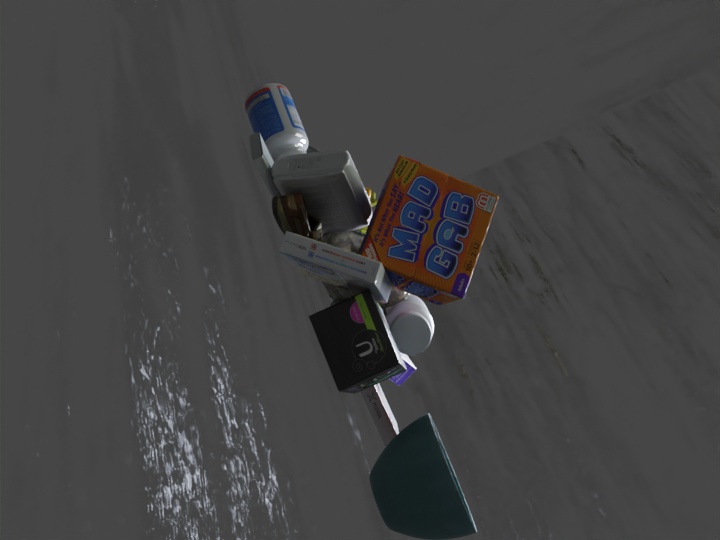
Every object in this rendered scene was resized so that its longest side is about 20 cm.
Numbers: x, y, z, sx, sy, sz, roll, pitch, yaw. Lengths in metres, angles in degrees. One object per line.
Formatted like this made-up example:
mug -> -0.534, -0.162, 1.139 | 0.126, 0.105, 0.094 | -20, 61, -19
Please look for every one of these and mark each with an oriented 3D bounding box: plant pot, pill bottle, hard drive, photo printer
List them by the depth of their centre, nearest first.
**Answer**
plant pot -> 0.093, 0.361, 1.068 | 0.200, 0.134, 0.202 | -24, 90, -88
photo printer -> -0.070, -0.151, 1.301 | 0.201, 0.165, 0.070 | 61, 31, -52
hard drive -> -0.177, -0.176, 1.344 | 0.132, 0.026, 0.201 | -110, 177, -55
pill bottle -> 0.107, 0.123, 1.443 | 0.200, 0.113, 0.115 | -87, 154, -83
pill bottle -> -0.183, -0.311, 1.447 | 0.112, 0.111, 0.202 | 60, 8, -71

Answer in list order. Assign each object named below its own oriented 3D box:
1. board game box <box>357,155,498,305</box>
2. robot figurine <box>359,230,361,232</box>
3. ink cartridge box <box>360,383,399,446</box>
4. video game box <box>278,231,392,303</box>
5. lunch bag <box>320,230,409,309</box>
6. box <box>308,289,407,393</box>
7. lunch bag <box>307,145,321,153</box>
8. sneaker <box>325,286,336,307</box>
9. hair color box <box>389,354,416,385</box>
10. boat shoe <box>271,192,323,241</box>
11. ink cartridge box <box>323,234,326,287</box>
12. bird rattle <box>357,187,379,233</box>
board game box -> 0.117, -0.067, 1.231 | 0.200, 0.198, 0.202 | 128, -16, -81
robot figurine -> 0.069, -0.041, 1.529 | 0.201, 0.169, 0.113 | 59, 19, -12
ink cartridge box -> 0.036, 0.302, 1.440 | 0.176, 0.044, 0.202 | -107, 173, -79
video game box -> -0.039, -0.002, 1.178 | 0.200, 0.180, 0.047 | 57, 50, -75
lunch bag -> 0.000, 0.000, 1.426 | 0.199, 0.118, 0.165 | 7, -38, 41
box -> 0.001, 0.140, 1.205 | 0.200, 0.123, 0.150 | 56, 10, -75
lunch bag -> -0.118, -0.213, 1.674 | 0.168, 0.138, 0.201 | 61, -5, 36
sneaker -> -0.026, 0.097, 1.580 | 0.114, 0.075, 0.200 | 63, 2, -32
hair color box -> 0.031, 0.171, 1.462 | 0.200, 0.065, 0.109 | 43, 6, -37
boat shoe -> -0.110, -0.076, 1.286 | 0.201, 0.073, 0.076 | 64, 7, -48
ink cartridge box -> -0.114, -0.046, 1.586 | 0.200, 0.050, 0.162 | 36, -25, 57
bird rattle -> -0.052, -0.166, 1.424 | 0.163, 0.198, 0.114 | 134, -27, -72
